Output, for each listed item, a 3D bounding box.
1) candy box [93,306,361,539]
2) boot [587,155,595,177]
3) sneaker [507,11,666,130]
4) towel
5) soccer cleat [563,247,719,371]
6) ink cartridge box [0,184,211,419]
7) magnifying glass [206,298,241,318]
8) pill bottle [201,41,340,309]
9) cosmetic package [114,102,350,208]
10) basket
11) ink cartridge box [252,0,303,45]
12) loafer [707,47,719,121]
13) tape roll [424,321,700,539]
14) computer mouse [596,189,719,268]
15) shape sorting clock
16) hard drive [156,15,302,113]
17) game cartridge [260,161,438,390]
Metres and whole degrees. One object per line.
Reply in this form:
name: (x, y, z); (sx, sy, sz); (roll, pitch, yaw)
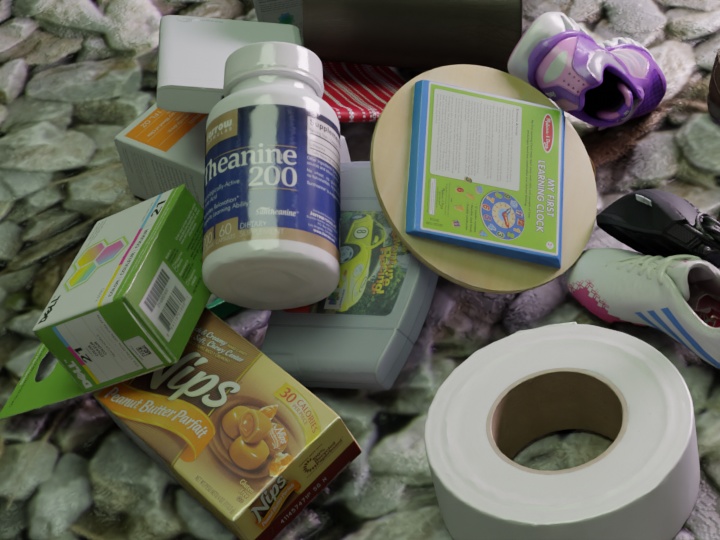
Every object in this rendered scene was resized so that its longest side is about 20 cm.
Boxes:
candy box: (-0.106, 0.119, 1.597); (0.115, 0.055, 0.200); (-43, 47, -13)
boot: (0.087, -0.088, 1.772); (0.199, 0.073, 0.156); (-24, 38, -2)
sneaker: (0.211, -0.156, 1.753); (0.088, 0.200, 0.081); (43, 110, 32)
towel: (-0.047, -0.166, 1.859); (0.199, 0.023, 0.145); (-4, 25, -22)
soccer cleat: (0.242, 0.012, 1.606); (0.200, 0.087, 0.070); (27, 56, 37)
ink cartridge box: (-0.220, 0.029, 1.664); (0.200, 0.076, 0.148); (-19, 30, 32)
magnifying glass: (-0.089, 0.007, 1.754); (0.199, 0.022, 0.080); (-8, 42, 6)
pill bottle: (-0.071, -0.079, 1.649); (0.111, 0.111, 0.201); (-5, 65, 10)
cosmetic package: (-0.113, -0.094, 1.834); (0.200, 0.071, 0.101); (22, 52, 33)
basket: (0.049, -0.251, 1.884); (0.199, 0.136, 0.180); (1, 28, 3)
ink cartridge box: (-0.045, -0.317, 1.961); (0.136, 0.200, 0.076); (-9, 41, 6)
loafer: (0.377, -0.153, 1.741); (0.200, 0.071, 0.073); (12, 45, 39)
tape roll: (0.150, 0.133, 1.513); (0.202, 0.071, 0.203); (-9, 42, 8)
computer mouse: (0.282, -0.022, 1.625); (0.046, 0.140, 0.200); (-63, 19, -5)
shape sorting clock: (0.101, -0.075, 1.654); (0.199, 0.039, 0.201); (7, 65, -15)
hard drive: (-0.115, -0.183, 1.820); (0.131, 0.026, 0.200); (4, 24, -7)
game cartridge: (0.000, 0.000, 1.666); (0.133, 0.041, 0.201); (2, 65, 27)
